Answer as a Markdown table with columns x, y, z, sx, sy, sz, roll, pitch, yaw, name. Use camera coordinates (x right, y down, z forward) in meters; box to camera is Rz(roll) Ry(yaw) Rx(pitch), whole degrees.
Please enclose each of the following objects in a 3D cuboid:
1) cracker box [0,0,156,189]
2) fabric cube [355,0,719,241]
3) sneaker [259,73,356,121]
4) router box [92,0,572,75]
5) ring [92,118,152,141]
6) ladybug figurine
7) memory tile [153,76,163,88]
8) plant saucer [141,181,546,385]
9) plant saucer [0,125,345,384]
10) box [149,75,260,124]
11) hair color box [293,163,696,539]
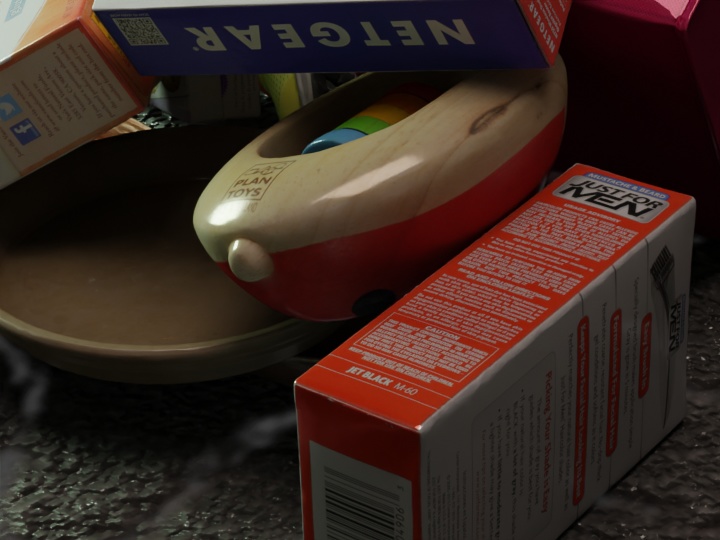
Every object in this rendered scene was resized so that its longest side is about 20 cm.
| x | y | z | sx | sy | sz | roll | pitch | yaw | name |
| --- | --- | --- | --- | --- | --- | --- | --- | --- | --- |
| -0.185 | -0.082 | 1.195 | 0.200 | 0.058 | 0.134 | -28 | 26 | 19 | cracker box |
| 0.118 | -0.159 | 1.216 | 0.199 | 0.196 | 0.200 | 17 | 66 | 27 | fabric cube |
| -0.048 | -0.130 | 1.335 | 0.090 | 0.078 | 0.201 | -27 | 62 | 23 | sneaker |
| 0.005 | -0.169 | 1.101 | 0.199 | 0.049 | 0.180 | 1 | 57 | 26 | router box |
| -0.186 | -0.033 | 1.270 | 0.200 | 0.019 | 0.201 | -2 | 32 | 1 | ring |
| 0.014 | -0.036 | 1.071 | 0.136 | 0.072 | 0.200 | -3 | 23 | 45 | ladybug figurine |
| -0.131 | -0.105 | 1.257 | 0.200 | 0.017 | 0.153 | -27 | 26 | 19 | memory tile |
| 0.000 | 0.000 | 1.187 | 0.200 | 0.035 | 0.200 | -2 | 30 | 1 | plant saucer |
| -0.081 | -0.007 | 1.146 | 0.199 | 0.030 | 0.200 | -2 | 32 | 1 | plant saucer |
| -0.101 | -0.109 | 1.315 | 0.039 | 0.042 | 0.200 | -7 | 15 | -20 | box |
| 0.057 | 0.051 | 1.022 | 0.064 | 0.111 | 0.200 | 20 | 37 | 32 | hair color box |
